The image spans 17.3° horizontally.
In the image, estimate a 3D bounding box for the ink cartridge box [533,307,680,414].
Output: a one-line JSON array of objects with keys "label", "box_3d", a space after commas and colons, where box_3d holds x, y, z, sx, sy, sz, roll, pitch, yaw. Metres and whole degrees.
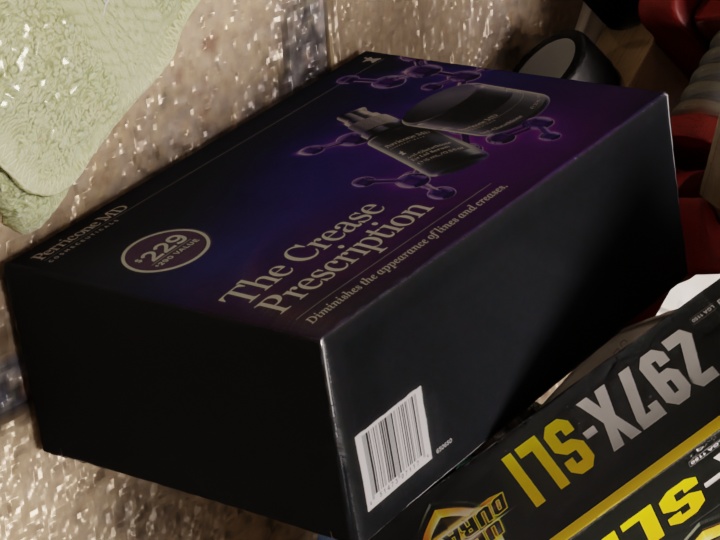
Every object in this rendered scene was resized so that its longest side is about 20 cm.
[{"label": "ink cartridge box", "box_3d": [0.146, 0.015, 0.899, 0.200, 0.050, 0.161, -52, 164, 19]}]

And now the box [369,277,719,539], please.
[{"label": "box", "box_3d": [0.109, 0.082, 0.819, 0.199, 0.049, 0.160, -35, 146, -3]}]

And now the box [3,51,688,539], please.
[{"label": "box", "box_3d": [0.000, 0.000, 0.813, 0.200, 0.140, 0.079, -35, 123, -43]}]

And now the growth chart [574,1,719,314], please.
[{"label": "growth chart", "box_3d": [0.148, -0.032, 1.055, 0.200, 0.018, 0.145, 38, 68, -31]}]

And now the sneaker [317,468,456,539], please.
[{"label": "sneaker", "box_3d": [0.000, 0.141, 0.891, 0.076, 0.077, 0.201, -36, 132, -46]}]

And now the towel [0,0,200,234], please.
[{"label": "towel", "box_3d": [-0.111, -0.121, 0.719, 0.149, 0.036, 0.200, -61, 140, -23]}]

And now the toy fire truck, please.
[{"label": "toy fire truck", "box_3d": [0.140, -0.070, 0.917, 0.129, 0.199, 0.177, 43, 67, -26]}]

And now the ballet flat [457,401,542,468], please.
[{"label": "ballet flat", "box_3d": [0.027, 0.052, 0.938, 0.200, 0.072, 0.072, 34, 73, -52]}]
